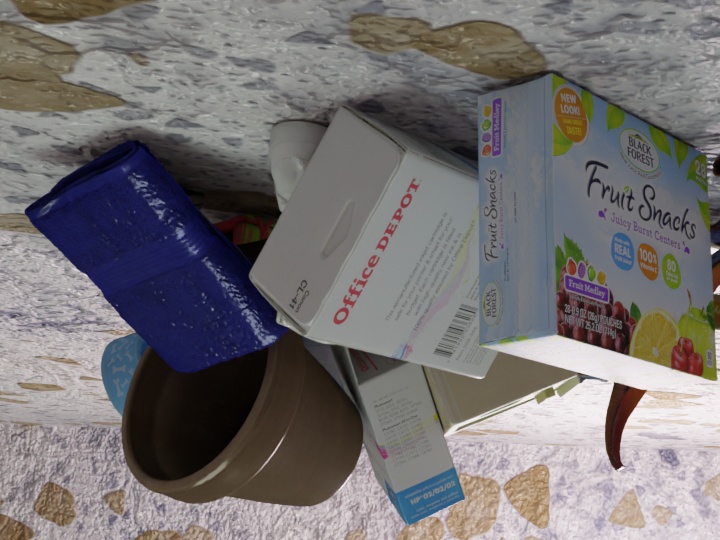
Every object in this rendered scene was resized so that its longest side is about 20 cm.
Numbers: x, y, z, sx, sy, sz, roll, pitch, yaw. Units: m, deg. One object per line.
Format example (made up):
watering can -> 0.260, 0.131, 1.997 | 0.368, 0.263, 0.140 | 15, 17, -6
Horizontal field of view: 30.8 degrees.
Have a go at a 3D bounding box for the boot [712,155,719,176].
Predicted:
boot -> 0.340, -0.047, 0.935 | 0.198, 0.069, 0.188 | 9, 167, -19

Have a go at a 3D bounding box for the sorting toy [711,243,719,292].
sorting toy -> 0.403, 0.000, 1.195 | 0.198, 0.037, 0.185 | 1, 167, 12

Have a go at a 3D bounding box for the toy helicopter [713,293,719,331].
toy helicopter -> 0.285, 0.043, 1.141 | 0.198, 0.134, 0.079 | 10, 171, 27

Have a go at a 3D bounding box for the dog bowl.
dog bowl -> -0.189, 0.116, 1.415 | 0.049, 0.112, 0.199 | -32, 154, 31

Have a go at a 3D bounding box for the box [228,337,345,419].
box -> -0.085, 0.078, 1.361 | 0.198, 0.178, 0.096 | 11, 166, -26

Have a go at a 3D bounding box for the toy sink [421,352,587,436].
toy sink -> 0.154, 0.076, 1.260 | 0.198, 0.113, 0.130 | -22, 169, -7

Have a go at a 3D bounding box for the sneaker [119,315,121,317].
sneaker -> -0.178, 0.045, 1.483 | 0.198, 0.073, 0.083 | 4, 169, -3

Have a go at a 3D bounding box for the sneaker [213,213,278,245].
sneaker -> -0.077, -0.014, 1.186 | 0.198, 0.079, 0.090 | -5, 158, 25

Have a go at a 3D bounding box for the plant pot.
plant pot -> -0.094, 0.138, 1.205 | 0.199, 0.202, 0.174 | -8, 148, 41

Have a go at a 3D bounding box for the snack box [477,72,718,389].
snack box -> 0.162, -0.019, 0.878 | 0.067, 0.170, 0.199 | -12, 160, 40

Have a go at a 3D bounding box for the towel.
towel -> -0.159, -0.009, 1.056 | 0.147, 0.050, 0.200 | -19, 120, 40

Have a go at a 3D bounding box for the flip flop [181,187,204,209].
flip flop -> -0.199, -0.041, 1.136 | 0.081, 0.058, 0.199 | 12, 165, -34

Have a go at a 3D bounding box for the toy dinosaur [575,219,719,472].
toy dinosaur -> 0.253, 0.034, 1.078 | 0.180, 0.202, 0.105 | -21, 178, 5

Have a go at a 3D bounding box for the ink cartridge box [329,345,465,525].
ink cartridge box -> 0.029, 0.129, 1.274 | 0.067, 0.202, 0.115 | -22, -160, -9

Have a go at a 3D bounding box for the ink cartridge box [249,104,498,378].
ink cartridge box -> 0.040, -0.016, 0.948 | 0.199, 0.148, 0.086 | 19, -165, -45

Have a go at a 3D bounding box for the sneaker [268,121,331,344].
sneaker -> -0.031, -0.017, 0.995 | 0.073, 0.117, 0.200 | 3, 152, 16

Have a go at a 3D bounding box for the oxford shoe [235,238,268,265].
oxford shoe -> -0.127, 0.006, 1.124 | 0.199, 0.073, 0.085 | -23, 125, 23
